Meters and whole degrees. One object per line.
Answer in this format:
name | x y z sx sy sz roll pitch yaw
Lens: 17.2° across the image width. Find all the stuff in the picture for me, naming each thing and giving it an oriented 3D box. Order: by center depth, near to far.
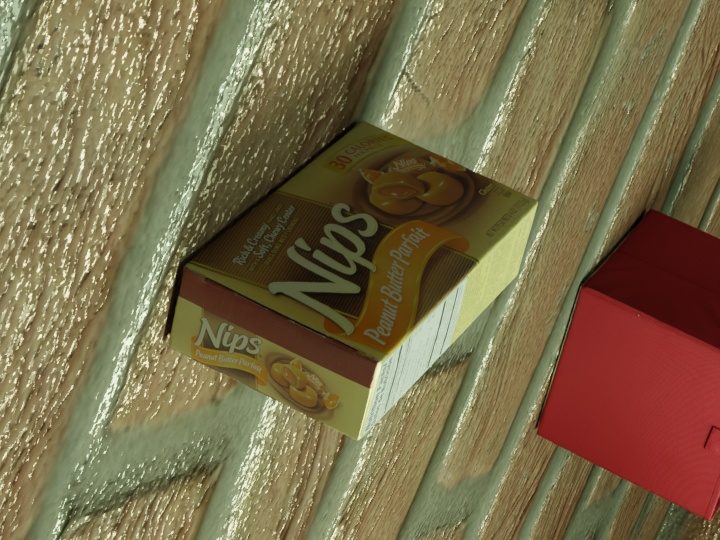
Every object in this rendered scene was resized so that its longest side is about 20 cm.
candy box | 0.000 0.000 1.259 0.200 0.115 0.055 -43 152 -51
storage cube | 0.286 0.084 2.148 0.171 0.179 0.201 -44 155 -50
